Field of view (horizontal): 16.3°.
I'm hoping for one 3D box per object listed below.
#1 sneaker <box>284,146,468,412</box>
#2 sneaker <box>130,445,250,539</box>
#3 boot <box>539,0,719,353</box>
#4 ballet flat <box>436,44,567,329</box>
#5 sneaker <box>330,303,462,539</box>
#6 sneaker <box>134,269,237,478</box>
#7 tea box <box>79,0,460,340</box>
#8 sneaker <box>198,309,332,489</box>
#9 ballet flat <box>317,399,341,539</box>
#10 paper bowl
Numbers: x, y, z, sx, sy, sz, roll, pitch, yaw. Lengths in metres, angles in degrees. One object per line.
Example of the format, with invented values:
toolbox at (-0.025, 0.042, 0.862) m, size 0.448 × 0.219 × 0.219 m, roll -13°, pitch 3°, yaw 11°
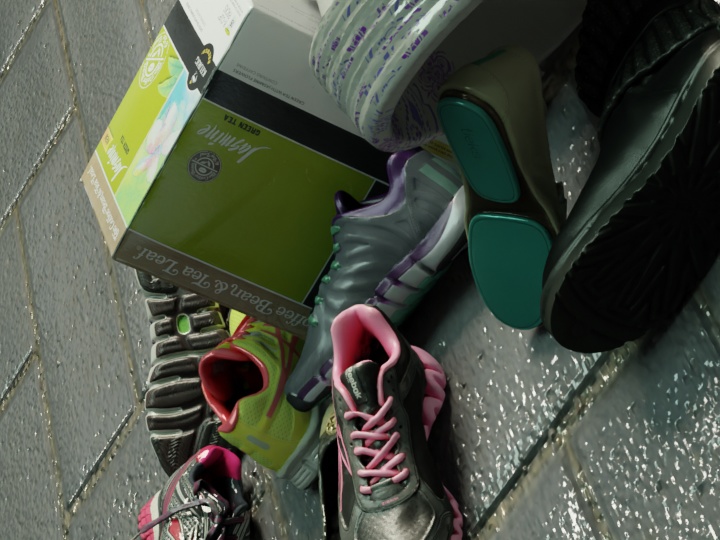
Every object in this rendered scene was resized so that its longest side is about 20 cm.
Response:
sneaker at (0.000, 0.000, 1.649) m, size 0.200 × 0.087 × 0.074 m, roll -50°, pitch -6°, yaw 21°
sneaker at (-0.109, 0.196, 1.725) m, size 0.075 × 0.080 × 0.200 m, roll -53°, pitch 28°, yaw 21°
boot at (0.152, -0.068, 1.437) m, size 0.212 × 0.079 × 0.158 m, roll -54°, pitch 32°, yaw 8°
ballet flat at (0.093, -0.051, 1.475) m, size 0.201 × 0.069 × 0.070 m, roll 76°, pitch -173°, yaw -45°
sneaker at (0.011, 0.103, 1.535) m, size 0.079 × 0.096 × 0.201 m, roll -17°, pitch 44°, yaw 10°
sneaker at (-0.116, 0.062, 1.880) m, size 0.116 × 0.075 × 0.202 m, roll 29°, pitch -124°, yaw -80°
tea box at (-0.052, -0.078, 1.702) m, size 0.197 × 0.199 × 0.134 m, roll -59°, pitch 27°, yaw 14°
sneaker at (-0.072, 0.064, 1.750) m, size 0.078 × 0.090 × 0.200 m, roll -58°, pitch 25°, yaw 21°
ballet flat at (-0.007, 0.152, 1.589) m, size 0.066 × 0.057 × 0.201 m, roll -46°, pitch 32°, yaw 35°
paper bowl at (0.054, -0.171, 1.452) m, size 0.105 × 0.200 × 0.201 m, roll 51°, pitch 125°, yaw 14°
